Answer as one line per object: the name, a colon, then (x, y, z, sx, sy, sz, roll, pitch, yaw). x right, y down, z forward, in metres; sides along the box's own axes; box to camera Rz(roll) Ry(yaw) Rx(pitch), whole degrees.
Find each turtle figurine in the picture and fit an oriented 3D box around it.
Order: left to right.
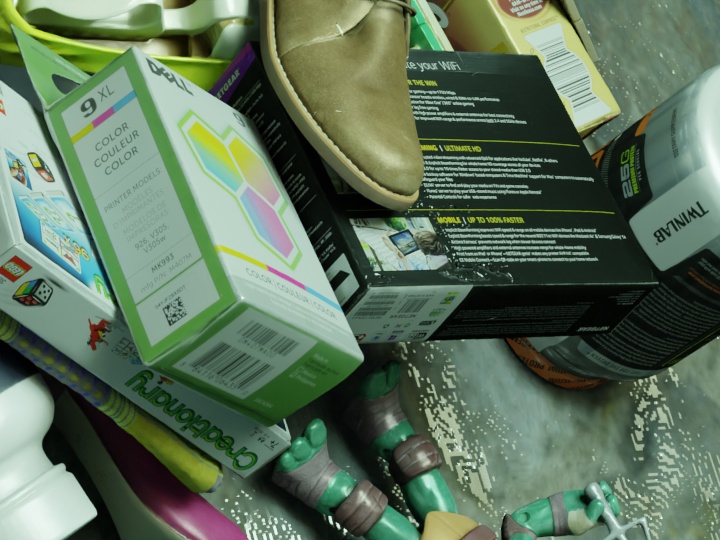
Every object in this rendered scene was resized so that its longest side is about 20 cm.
turtle figurine: (0.055, 0.143, 1.520, 0.200, 0.101, 0.150, 42, 29, 10)

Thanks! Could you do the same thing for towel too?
towel: (-0.138, 0.013, 1.390, 0.200, 0.023, 0.144, 40, 22, -39)

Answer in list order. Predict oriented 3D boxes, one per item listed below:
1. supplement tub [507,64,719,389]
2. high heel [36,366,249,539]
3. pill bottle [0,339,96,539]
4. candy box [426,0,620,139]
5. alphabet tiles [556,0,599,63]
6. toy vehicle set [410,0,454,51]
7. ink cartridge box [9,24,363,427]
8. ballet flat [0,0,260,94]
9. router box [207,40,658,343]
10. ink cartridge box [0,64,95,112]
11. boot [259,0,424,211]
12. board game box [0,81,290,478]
supplement tub: (0.167, -0.018, 1.633, 0.122, 0.200, 0.123, 20, 53, -29)
high heel: (-0.093, 0.089, 1.449, 0.200, 0.067, 0.096, 40, 57, -9)
pill bottle: (-0.208, 0.052, 1.352, 0.111, 0.111, 0.201, -34, 89, -45)
candy box: (0.047, -0.141, 1.668, 0.056, 0.117, 0.201, -25, 83, -44)
alphabet tiles: (0.091, -0.184, 1.698, 0.200, 0.008, 0.167, 61, -2, -41)
toy vehicle set: (-0.043, -0.174, 1.556, 0.124, 0.026, 0.201, -28, 87, -45)
ink cartridge box: (-0.081, -0.035, 1.369, 0.104, 0.059, 0.201, 30, 29, -54)
ballet flat: (-0.093, -0.124, 1.447, 0.199, 0.067, 0.067, 1, 76, -23)
router box: (0.037, -0.039, 1.476, 0.199, 0.051, 0.150, 0, 54, -41)
ink cartridge box: (-0.111, -0.133, 1.558, 0.199, 0.084, 0.145, -21, 79, -44)
boot: (-0.003, -0.121, 1.416, 0.073, 0.075, 0.201, 20, 42, -47)
board game box: (-0.115, 0.001, 1.374, 0.200, 0.035, 0.127, 39, 22, -42)
